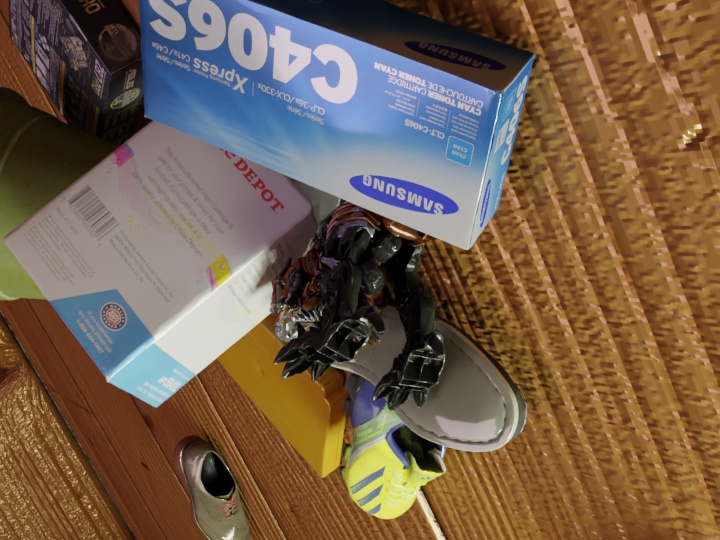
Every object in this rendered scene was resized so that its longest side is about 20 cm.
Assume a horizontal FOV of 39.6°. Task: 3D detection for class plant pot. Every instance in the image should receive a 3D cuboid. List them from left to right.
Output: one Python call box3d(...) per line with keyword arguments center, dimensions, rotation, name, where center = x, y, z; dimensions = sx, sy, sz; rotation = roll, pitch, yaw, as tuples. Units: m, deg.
box3d(center=(-0.249, -0.047, 0.898), dimensions=(0.188, 0.201, 0.201), rotation=(12, 143, 7), name="plant pot")

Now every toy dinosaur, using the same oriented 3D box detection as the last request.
box3d(center=(0.000, 0.000, 0.605), dimensions=(0.200, 0.101, 0.137), rotation=(116, 157, -54), name="toy dinosaur")

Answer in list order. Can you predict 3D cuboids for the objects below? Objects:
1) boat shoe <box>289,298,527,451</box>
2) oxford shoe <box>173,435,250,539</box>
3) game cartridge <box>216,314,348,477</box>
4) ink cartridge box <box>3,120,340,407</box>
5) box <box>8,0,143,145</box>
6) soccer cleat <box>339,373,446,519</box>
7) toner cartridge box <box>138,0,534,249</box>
box3d(center=(0.037, 0.058, 0.668), dimensions=(0.201, 0.060, 0.072), rotation=(28, 103, 41), name="boat shoe")
box3d(center=(-0.201, 0.331, 1.423), dimensions=(0.075, 0.070, 0.201), rotation=(7, 127, 53), name="oxford shoe")
box3d(center=(-0.086, 0.087, 0.967), dimensions=(0.200, 0.032, 0.177), rotation=(44, 152, 22), name="game cartridge")
box3d(center=(-0.120, -0.021, 0.720), dimensions=(0.129, 0.200, 0.125), rotation=(49, 172, 16), name="ink cartridge box")
box3d(center=(-0.263, -0.208, 0.918), dimensions=(0.162, 0.049, 0.200), rotation=(57, 156, 5), name="box")
box3d(center=(0.030, 0.148, 0.780), dimensions=(0.084, 0.065, 0.201), rotation=(36, 148, 30), name="soccer cleat")
box3d(center=(-0.019, -0.093, 0.509), dimensions=(0.199, 0.043, 0.095), rotation=(23, 135, 17), name="toner cartridge box")
